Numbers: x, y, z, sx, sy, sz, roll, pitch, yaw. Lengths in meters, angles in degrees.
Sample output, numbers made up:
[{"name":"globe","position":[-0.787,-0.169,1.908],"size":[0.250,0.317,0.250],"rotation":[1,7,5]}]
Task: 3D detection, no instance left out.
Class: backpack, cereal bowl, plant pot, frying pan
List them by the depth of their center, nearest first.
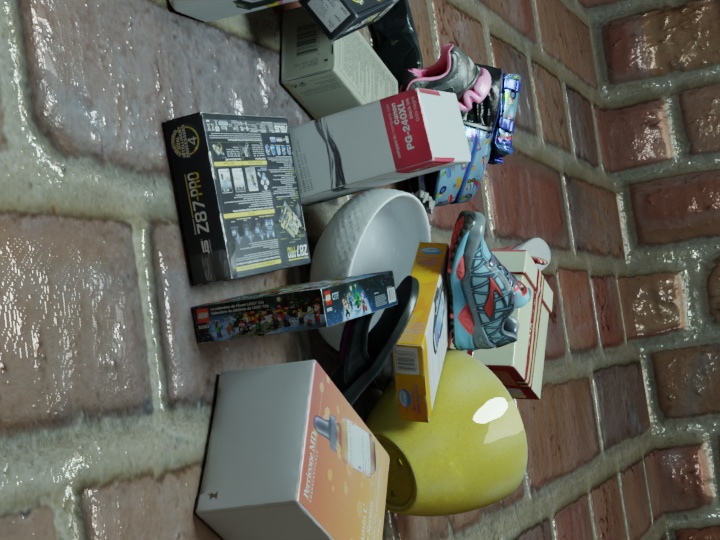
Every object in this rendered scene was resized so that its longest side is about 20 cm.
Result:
[{"name":"cereal bowl","position":[0.000,0.000,1.512],"size":[0.200,0.083,0.202],"rotation":[-36,133,-51]},{"name":"plant pot","position":[0.076,0.210,1.558],"size":[0.141,0.199,0.202],"rotation":[-24,105,-39]},{"name":"frying pan","position":[0.032,0.098,1.663],"size":[0.190,0.031,0.116],"rotation":[18,67,-70]},{"name":"backpack","position":[0.138,-0.183,1.853],"size":[0.183,0.133,0.202],"rotation":[177,-80,-79]}]

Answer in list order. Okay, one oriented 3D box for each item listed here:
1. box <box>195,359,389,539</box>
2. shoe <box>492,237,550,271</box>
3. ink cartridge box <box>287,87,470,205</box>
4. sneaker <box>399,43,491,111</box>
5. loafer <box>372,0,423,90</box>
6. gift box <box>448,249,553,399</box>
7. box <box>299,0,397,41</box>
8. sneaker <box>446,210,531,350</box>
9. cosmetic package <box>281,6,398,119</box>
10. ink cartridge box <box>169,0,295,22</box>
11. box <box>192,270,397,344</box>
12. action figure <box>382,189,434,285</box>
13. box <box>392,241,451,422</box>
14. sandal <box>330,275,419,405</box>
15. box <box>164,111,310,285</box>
[{"name":"box","position":[-0.059,0.206,1.281],"size":[0.200,0.105,0.153],"rotation":[56,32,-48]},{"name":"shoe","position":[0.214,0.007,2.123],"size":[0.199,0.091,0.072],"rotation":[-26,94,-38]},{"name":"ink cartridge box","position":[0.004,-0.134,1.462],"size":[0.145,0.199,0.084],"rotation":[-14,90,-69]},{"name":"sneaker","position":[0.071,-0.218,1.718],"size":[0.095,0.200,0.079],"rotation":[46,6,-34]},{"name":"loafer","position":[0.057,-0.300,1.847],"size":[0.072,0.072,0.202],"rotation":[32,53,-68]},{"name":"gift box","position":[0.162,0.069,1.818],"size":[0.200,0.183,0.188],"rotation":[51,44,-64]},{"name":"box","position":[-0.055,-0.358,1.478],"size":[0.200,0.049,0.161],"rotation":[50,24,-1]},{"name":"sneaker","position":[0.152,0.009,1.529],"size":[0.080,0.095,0.201],"rotation":[-78,166,-45]},{"name":"cosmetic package","position":[-0.022,-0.231,1.606],"size":[0.200,0.073,0.104],"rotation":[45,40,-57]},{"name":"ink cartridge box","position":[-0.093,-0.342,1.298],"size":[0.083,0.198,0.147],"rotation":[-4,85,-71]},{"name":"box","position":[-0.060,0.035,1.309],"size":[0.200,0.135,0.038],"rotation":[-13,95,-69]},{"name":"action figure","position":[0.063,-0.032,1.691],"size":[0.120,0.101,0.200],"rotation":[66,17,-9]},{"name":"box","position":[0.075,0.061,1.510],"size":[0.201,0.041,0.120],"rotation":[-74,162,-49]},{"name":"sandal","position":[-0.004,0.087,1.409],"size":[0.048,0.201,0.075],"rotation":[31,11,-17]},{"name":"box","position":[-0.118,-0.075,1.328],"size":[0.200,0.049,0.163],"rotation":[-15,94,-69]}]
